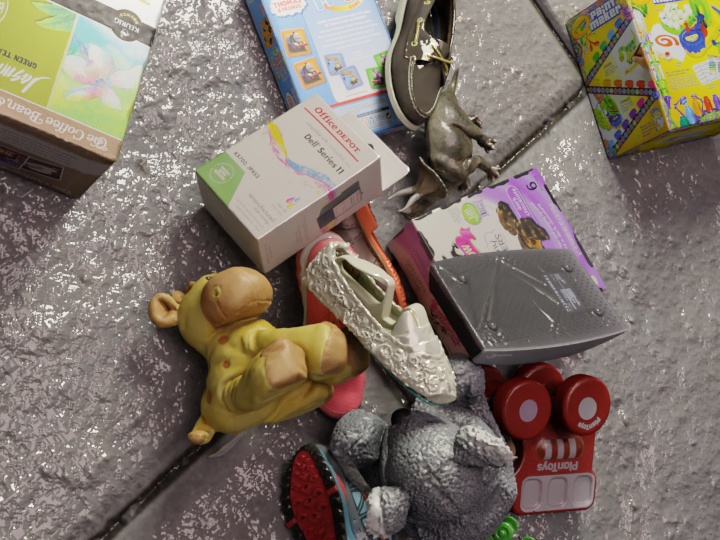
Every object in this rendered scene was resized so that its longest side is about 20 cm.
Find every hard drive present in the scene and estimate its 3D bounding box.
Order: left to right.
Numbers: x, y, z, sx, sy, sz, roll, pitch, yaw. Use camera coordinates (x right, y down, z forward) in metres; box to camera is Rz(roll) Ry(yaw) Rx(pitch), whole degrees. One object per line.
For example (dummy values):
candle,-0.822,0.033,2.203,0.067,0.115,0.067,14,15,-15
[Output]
hard drive,0.174,0.039,1.323,0.198,0.043,0.135,-6,50,-33

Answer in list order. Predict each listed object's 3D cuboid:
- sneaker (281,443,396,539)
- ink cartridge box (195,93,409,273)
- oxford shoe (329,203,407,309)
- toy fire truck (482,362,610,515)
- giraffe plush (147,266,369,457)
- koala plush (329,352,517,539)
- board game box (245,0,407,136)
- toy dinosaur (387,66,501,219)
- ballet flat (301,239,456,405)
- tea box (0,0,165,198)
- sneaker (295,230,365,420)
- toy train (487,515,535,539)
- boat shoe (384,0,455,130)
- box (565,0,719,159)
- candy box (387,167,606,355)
sneaker,-0.011,0.271,1.290,0.095,0.079,0.202,-13,76,-58
ink cartridge box,-0.057,-0.103,1.298,0.199,0.068,0.117,-35,62,-18
oxford shoe,0.000,0.000,1.369,0.072,0.071,0.202,-23,94,-2
toy fire truck,0.184,0.194,1.395,0.198,0.112,0.170,0,96,-28
giraffe plush,-0.114,0.067,1.235,0.172,0.199,0.163,8,52,-63
koala plush,0.075,0.192,1.211,0.176,0.200,0.185,-30,84,1
board game box,-0.030,-0.243,1.420,0.150,0.037,0.202,-20,89,-32
toy dinosaur,0.107,-0.152,1.445,0.102,0.077,0.202,20,76,-42
ballet flat,0.023,0.044,1.184,0.072,0.072,0.200,-34,64,-31
tea box,-0.316,-0.205,1.193,0.198,0.133,0.199,21,68,-23
sneaker,-0.027,0.062,1.294,0.073,0.087,0.202,-9,99,-21
toy train,0.108,0.251,1.332,0.200,0.057,0.042,44,14,13
boat shoe,0.074,-0.251,1.435,0.072,0.060,0.203,37,45,-37
box,0.403,-0.267,1.620,0.198,0.122,0.195,-13,84,-30
candy box,0.156,-0.004,1.428,0.199,0.072,0.169,-23,79,-32
